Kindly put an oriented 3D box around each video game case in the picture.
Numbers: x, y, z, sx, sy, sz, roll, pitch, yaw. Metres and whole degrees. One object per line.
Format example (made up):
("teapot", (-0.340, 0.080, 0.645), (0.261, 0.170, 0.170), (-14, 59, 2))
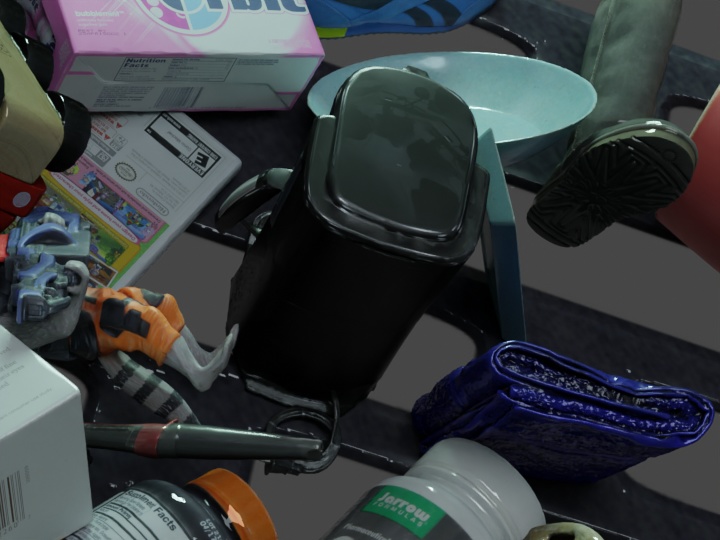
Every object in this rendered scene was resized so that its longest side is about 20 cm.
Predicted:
("video game case", (-0.207, -0.075, 1.619), (0.200, 0.022, 0.182), (39, 56, 3))

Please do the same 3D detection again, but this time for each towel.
("towel", (0.121, 0.099, 1.543), (0.147, 0.200, 0.050), (17, 74, -10))

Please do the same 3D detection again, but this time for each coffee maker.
("coffee maker", (0.000, 0.000, 1.547), (0.134, 0.200, 0.193), (-4, 64, -21))

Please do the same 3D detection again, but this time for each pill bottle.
("pill bottle", (-0.143, 0.193, 1.442), (0.199, 0.106, 0.106), (-30, 75, -31))
("pill bottle", (0.019, 0.199, 1.495), (0.113, 0.113, 0.200), (43, 56, 6))

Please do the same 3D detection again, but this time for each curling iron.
("curling iron", (-0.120, 0.105, 1.489), (0.198, 0.050, 0.026), (-3, 67, 13))

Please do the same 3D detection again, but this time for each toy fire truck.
("toy fire truck", (-0.291, -0.077, 1.499), (0.128, 0.200, 0.176), (23, 23, -45))

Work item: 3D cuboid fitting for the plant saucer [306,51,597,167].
("plant saucer", (0.063, -0.104, 1.680), (0.199, 0.039, 0.201), (-1, 23, 0))

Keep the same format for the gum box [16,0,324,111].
("gum box", (-0.137, -0.172, 1.650), (0.199, 0.066, 0.114), (-2, 58, -31))

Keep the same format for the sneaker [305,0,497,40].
("sneaker", (0.034, -0.215, 1.751), (0.199, 0.079, 0.066), (-10, 64, -31))

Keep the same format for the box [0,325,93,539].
("box", (-0.274, 0.092, 1.403), (0.152, 0.107, 0.200), (-31, 48, -31))

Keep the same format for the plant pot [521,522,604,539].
("plant pot", (0.129, 0.255, 1.416), (0.201, 0.200, 0.184), (-48, 112, -34))

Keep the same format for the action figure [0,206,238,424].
("action figure", (-0.175, 0.037, 1.487), (0.192, 0.105, 0.200), (17, 15, -2))

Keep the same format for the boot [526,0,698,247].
("boot", (0.196, -0.127, 1.713), (0.072, 0.181, 0.201), (39, 58, -18))

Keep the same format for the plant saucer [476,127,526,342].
("plant saucer", (0.091, -0.017, 1.603), (0.019, 0.200, 0.070), (-13, 65, -1))

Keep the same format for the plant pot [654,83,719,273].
("plant pot", (0.316, -0.056, 1.714), (0.177, 0.201, 0.201), (31, 55, 9))
